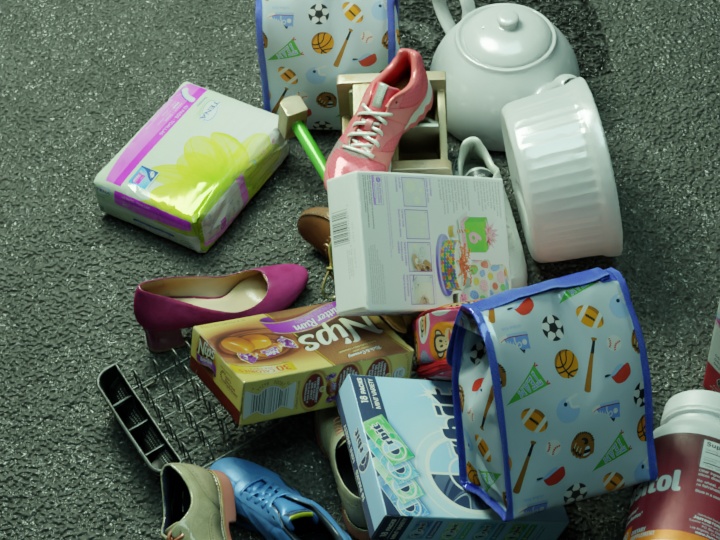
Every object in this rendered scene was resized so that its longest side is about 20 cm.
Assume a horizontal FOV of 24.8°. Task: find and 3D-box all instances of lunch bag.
[{"bbox_3d":[-0.036,-0.274,1.946,0.169,0.200,0.124,-1,50,3],"label":"lunch bag"},{"bbox_3d":[0.153,0.070,1.682,0.199,0.176,0.082,-3,84,-10],"label":"lunch bag"},{"bbox_3d":[0.175,0.106,1.525,0.169,0.201,0.124,-14,19,-22],"label":"lunch bag"}]

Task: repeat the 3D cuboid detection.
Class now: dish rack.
[{"bbox_3d":[-0.156,0.127,1.711,0.200,0.055,0.153,-29,54,-16],"label":"dish rack"}]

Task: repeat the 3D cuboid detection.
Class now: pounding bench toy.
[{"bbox_3d":[0.002,-0.124,1.866,0.199,0.124,0.156,-2,57,2],"label":"pounding bench toy"}]

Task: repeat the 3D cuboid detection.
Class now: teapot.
[{"bbox_3d":[0.170,-0.253,1.962,0.199,0.146,0.198,6,50,9],"label":"teapot"}]

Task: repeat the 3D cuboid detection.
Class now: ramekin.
[{"bbox_3d":[0.218,-0.104,1.803,0.097,0.201,0.201,-12,49,2],"label":"ramekin"}]

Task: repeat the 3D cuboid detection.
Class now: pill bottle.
[{"bbox_3d":[0.317,0.218,1.571,0.113,0.113,0.200,10,50,12],"label":"pill bottle"}]

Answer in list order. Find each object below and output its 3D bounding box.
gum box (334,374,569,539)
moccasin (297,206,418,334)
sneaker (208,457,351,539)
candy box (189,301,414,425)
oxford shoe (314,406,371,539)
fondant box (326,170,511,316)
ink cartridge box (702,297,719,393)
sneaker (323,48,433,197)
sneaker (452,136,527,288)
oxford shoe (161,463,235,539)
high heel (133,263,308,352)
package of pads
[{"bbox_3d":[0.088,0.185,1.609,0.199,0.045,0.170,6,46,-23],"label":"gum box"},{"bbox_3d":[0.000,0.001,1.808,0.078,0.074,0.201,-32,64,-32],"label":"moccasin"},{"bbox_3d":[-0.077,0.233,1.605,0.066,0.079,0.200,-38,56,-24],"label":"sneaker"},{"bbox_3d":[-0.059,0.091,1.672,0.199,0.057,0.117,-10,33,-29],"label":"candy box"},{"bbox_3d":[-0.004,0.171,1.654,0.070,0.075,0.200,-16,49,-7],"label":"oxford shoe"},{"bbox_3d":[0.065,-0.026,1.723,0.199,0.058,0.145,0,82,-35],"label":"fondant box"},{"bbox_3d":[0.450,0.066,1.636,0.144,0.200,0.145,-29,53,-20],"label":"ink cartridge box"},{"bbox_3d":[0.013,-0.160,1.762,0.074,0.087,0.200,21,61,16],"label":"sneaker"},{"bbox_3d":[0.139,-0.057,1.840,0.076,0.081,0.200,-10,51,-8],"label":"sneaker"},{"bbox_3d":[-0.158,0.274,1.551,0.070,0.075,0.200,-38,47,26],"label":"oxford shoe"},{"bbox_3d":[-0.148,0.021,1.778,0.200,0.096,0.067,-26,53,-18],"label":"high heel"},{"bbox_3d":[-0.192,-0.124,1.923,0.154,0.068,0.200,22,55,21],"label":"package of pads"}]
